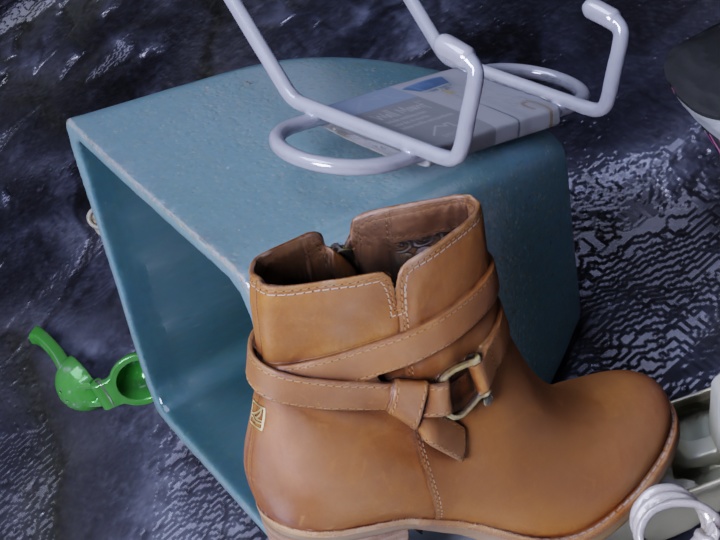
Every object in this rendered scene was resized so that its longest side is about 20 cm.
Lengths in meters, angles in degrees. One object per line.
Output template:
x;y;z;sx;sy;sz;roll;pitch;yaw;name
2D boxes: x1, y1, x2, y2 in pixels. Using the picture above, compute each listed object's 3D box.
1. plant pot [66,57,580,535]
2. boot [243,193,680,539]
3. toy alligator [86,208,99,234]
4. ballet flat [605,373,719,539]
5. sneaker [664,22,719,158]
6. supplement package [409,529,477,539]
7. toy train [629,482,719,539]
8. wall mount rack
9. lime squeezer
0.000;0.000;0.743;0.199;0.197;0.196;-27;38;-21;plant pot
0.044;0.037;0.573;0.199;0.156;0.077;-17;29;-20;boot
-0.084;-0.064;0.954;0.199;0.060;0.054;-17;4;22;toy alligator
0.155;0.075;0.661;0.199;0.070;0.070;-24;44;14;ballet flat
0.224;-0.045;0.703;0.080;0.086;0.200;-32;41;12;sneaker
0.040;0.205;0.546;0.155;0.111;0.200;-25;34;-31;supplement package
0.214;0.086;0.592;0.200;0.056;0.150;-38;73;-2;toy train
0.020;-0.109;0.681;0.173;0.075;0.200;26;31;34;wall mount rack
-0.142;0.060;0.902;0.199;0.038;0.071;-5;20;31;lime squeezer
